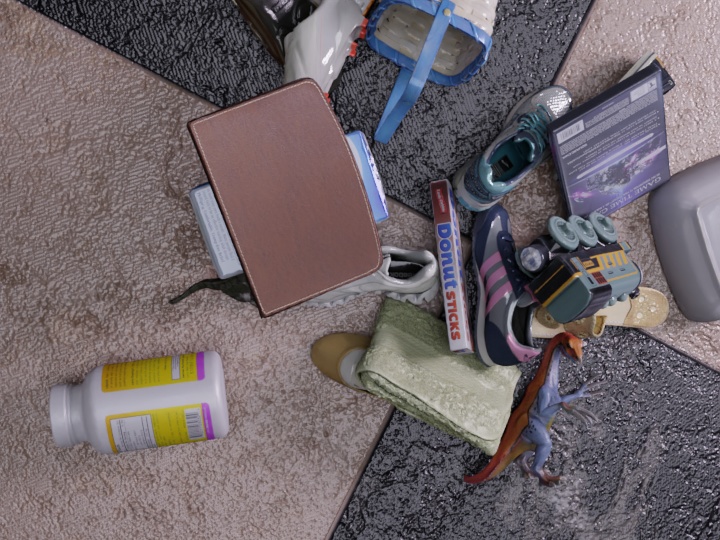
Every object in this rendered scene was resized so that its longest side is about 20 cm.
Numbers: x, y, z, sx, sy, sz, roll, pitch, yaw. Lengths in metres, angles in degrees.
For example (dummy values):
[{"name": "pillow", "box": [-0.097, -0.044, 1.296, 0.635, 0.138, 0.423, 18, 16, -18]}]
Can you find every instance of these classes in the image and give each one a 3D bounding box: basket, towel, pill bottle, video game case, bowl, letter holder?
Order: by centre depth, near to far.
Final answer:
[{"name": "letter holder", "box": [-0.072, -0.076, 1.032, 0.141, 0.101, 0.202, -22, 97, -6]}, {"name": "basket", "box": [0.072, -0.256, 1.182, 0.138, 0.176, 0.202, 20, 74, -9]}, {"name": "pill bottle", "box": [-0.259, 0.158, 1.213, 0.197, 0.104, 0.106, -7, 96, -6]}, {"name": "video game case", "box": [0.300, -0.139, 1.225, 0.142, 0.019, 0.201, -30, 143, -1]}, {"name": "towel", "box": [0.098, 0.122, 1.245, 0.199, 0.149, 0.037, 29, 136, -6]}, {"name": "bowl", "box": [0.480, -0.044, 1.297, 0.198, 0.075, 0.202, -21, 97, -3]}]

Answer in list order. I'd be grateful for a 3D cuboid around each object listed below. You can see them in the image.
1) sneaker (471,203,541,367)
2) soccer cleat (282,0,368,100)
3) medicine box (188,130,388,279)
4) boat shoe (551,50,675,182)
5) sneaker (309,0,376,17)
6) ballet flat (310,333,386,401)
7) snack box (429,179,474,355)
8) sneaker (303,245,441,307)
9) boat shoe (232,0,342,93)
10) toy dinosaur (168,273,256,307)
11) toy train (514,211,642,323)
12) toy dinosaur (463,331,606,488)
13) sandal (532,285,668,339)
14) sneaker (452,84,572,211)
[{"name": "sneaker", "box": [0.184, 0.014, 1.247, 0.070, 0.081, 0.203, 3, 83, -48]}, {"name": "soccer cleat", "box": [-0.062, -0.223, 1.154, 0.077, 0.069, 0.201, 26, 75, 1]}, {"name": "medicine box", "box": [-0.083, -0.078, 1.172, 0.198, 0.182, 0.104, -20, 98, -4]}, {"name": "boat shoe", "box": [0.312, -0.180, 1.264, 0.062, 0.075, 0.200, 42, 84, 2]}, {"name": "sneaker", "box": [0.001, -0.378, 1.211, 0.091, 0.076, 0.201, 32, 90, -4]}, {"name": "ballet flat", "box": [0.035, 0.130, 1.265, 0.198, 0.063, 0.069, 20, 96, -8]}, {"name": "snack box", "box": [0.110, -0.002, 1.230, 0.024, 0.072, 0.203, -8, 80, 13]}, {"name": "sneaker", "box": [0.000, 0.000, 1.231, 0.197, 0.081, 0.076, -3, 76, -1]}, {"name": "boat shoe", "box": [-0.093, -0.294, 1.207, 0.076, 0.074, 0.201, -42, 117, -15]}, {"name": "toy dinosaur", "box": [-0.137, 0.018, 1.210, 0.088, 0.199, 0.048, 4, 79, -42]}, {"name": "toy train", "box": [0.264, -0.003, 1.222, 0.085, 0.199, 0.115, -46, 68, 33]}, {"name": "toy dinosaur", "box": [0.223, 0.171, 1.273, 0.197, 0.105, 0.184, -6, 92, -4]}, {"name": "sandal", "box": [0.291, 0.049, 1.284, 0.209, 0.070, 0.079, -2, 96, -6]}, {"name": "sneaker", "box": [0.200, -0.150, 1.233, 0.078, 0.086, 0.200, 43, 72, -6]}]
